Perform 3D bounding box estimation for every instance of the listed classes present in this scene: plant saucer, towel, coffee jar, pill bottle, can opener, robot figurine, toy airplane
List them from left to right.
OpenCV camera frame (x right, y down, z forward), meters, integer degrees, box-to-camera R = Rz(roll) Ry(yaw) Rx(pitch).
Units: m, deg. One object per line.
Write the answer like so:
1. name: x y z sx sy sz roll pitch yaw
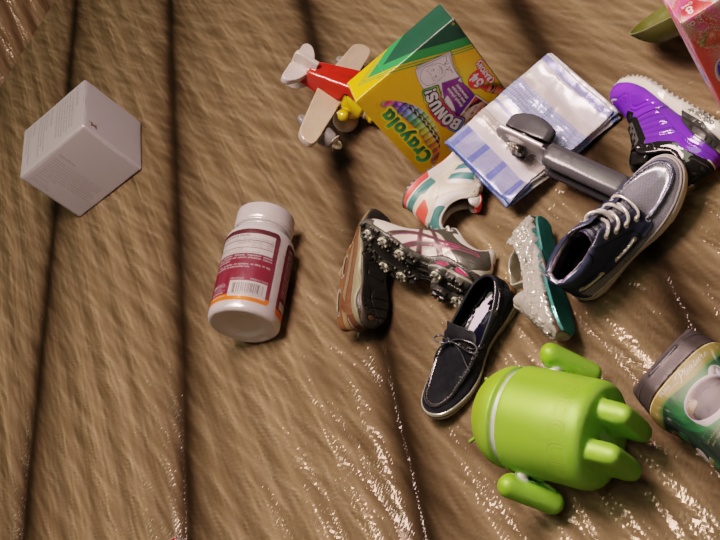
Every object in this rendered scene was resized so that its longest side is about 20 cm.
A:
1. pill bottle: -0.166 0.000 1.408 0.114 0.114 0.201 -14 52 33
2. toy airplane: -0.038 -0.290 1.489 0.199 0.142 0.200 -20 54 -15
3. towel: 0.232 -0.194 1.219 0.200 0.024 0.147 -40 64 0
4. robot figurine: 0.205 0.166 0.961 0.199 0.115 0.177 5 69 43
5. can opener: 0.259 -0.148 1.146 0.200 0.053 0.067 36 86 29
6. plant saucer: 0.438 -0.342 1.131 0.199 0.031 0.200 -32 9 6
7. coffee jar: 0.362 0.147 0.861 0.104 0.085 0.200 -48 42 6

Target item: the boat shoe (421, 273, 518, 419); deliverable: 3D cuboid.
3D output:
1. boat shoe: 0.130 0.091 1.123 0.074 0.062 0.201 24 80 46

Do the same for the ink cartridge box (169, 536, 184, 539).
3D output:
1. ink cartridge box: -0.269 0.486 1.167 0.175 0.084 0.201 -34 44 17

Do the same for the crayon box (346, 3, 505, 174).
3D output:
1. crayon box: 0.107 -0.248 1.285 0.172 0.200 0.058 -39 42 12

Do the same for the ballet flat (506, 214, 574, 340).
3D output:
1. ballet flat: 0.217 0.017 1.102 0.071 0.072 0.201 -26 39 25

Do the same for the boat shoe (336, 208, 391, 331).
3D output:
1. boat shoe: 0.000 0.000 1.294 0.074 0.076 0.201 -25 41 38

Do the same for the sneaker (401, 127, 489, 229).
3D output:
1. sneaker: 0.157 -0.131 1.271 0.200 0.070 0.093 -41 68 -3

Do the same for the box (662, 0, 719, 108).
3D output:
1. box: 0.426 -0.270 1.022 0.102 0.200 0.095 -28 46 22

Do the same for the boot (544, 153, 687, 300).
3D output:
1. boot: 0.296 -0.053 1.030 0.073 0.090 0.201 41 104 34

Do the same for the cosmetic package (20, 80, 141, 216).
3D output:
1. cosmetic package: -0.605 -0.263 1.944 0.199 0.166 0.168 -33 44 20

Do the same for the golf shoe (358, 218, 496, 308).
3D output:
1. golf shoe: 0.088 -0.024 1.219 0.199 0.077 0.088 30 59 25

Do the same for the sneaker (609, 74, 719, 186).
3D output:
1. sneaker: 0.359 -0.168 1.105 0.100 0.069 0.200 -48 41 6
